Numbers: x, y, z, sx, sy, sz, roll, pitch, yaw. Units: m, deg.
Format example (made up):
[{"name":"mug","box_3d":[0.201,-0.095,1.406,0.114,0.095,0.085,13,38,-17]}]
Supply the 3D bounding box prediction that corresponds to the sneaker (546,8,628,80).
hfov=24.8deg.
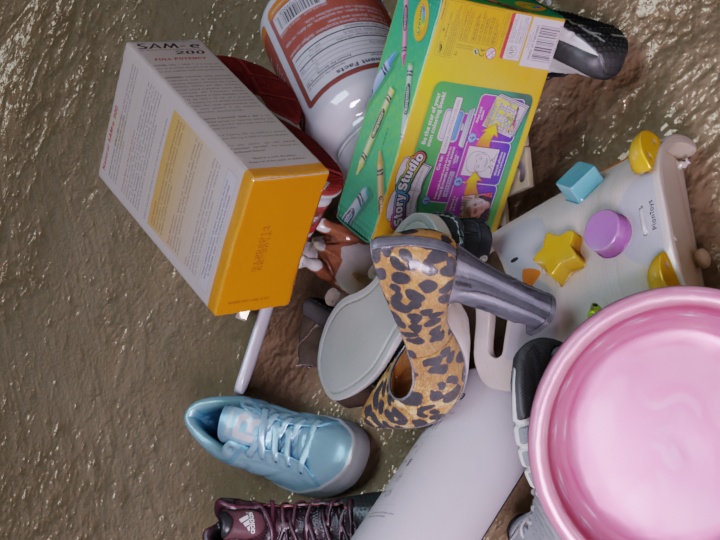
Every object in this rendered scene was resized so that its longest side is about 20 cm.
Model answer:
[{"name":"sneaker","box_3d":[0.143,-0.178,1.338,0.200,0.074,0.080,32,112,54]}]

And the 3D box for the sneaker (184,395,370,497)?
[{"name":"sneaker","box_3d":[-0.080,0.148,1.402,0.200,0.082,0.074,0,73,48]}]

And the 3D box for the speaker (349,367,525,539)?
[{"name":"speaker","box_3d":[0.058,0.165,1.174,0.081,0.081,0.200,-8,35,45]}]

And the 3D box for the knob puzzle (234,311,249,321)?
[{"name":"knob puzzle","box_3d":[-0.082,-0.058,1.461,0.220,0.030,0.220,-159,90,-85]}]

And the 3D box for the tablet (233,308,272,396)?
[{"name":"tablet","box_3d":[-0.078,0.015,1.464,0.130,0.014,0.200,126,161,-82]}]

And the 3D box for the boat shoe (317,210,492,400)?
[{"name":"boat shoe","box_3d":[0.033,0.032,1.238,0.200,0.060,0.076,-49,53,43]}]

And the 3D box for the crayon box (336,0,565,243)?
[{"name":"crayon box","box_3d":[0.068,-0.117,1.260,0.058,0.119,0.200,41,119,51]}]

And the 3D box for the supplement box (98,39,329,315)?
[{"name":"supplement box","box_3d":[-0.117,-0.076,1.260,0.200,0.073,0.126,47,132,37]}]

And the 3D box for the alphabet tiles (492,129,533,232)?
[{"name":"alphabet tiles","box_3d":[0.075,-0.092,1.360,0.200,0.006,0.167,-21,68,54]}]

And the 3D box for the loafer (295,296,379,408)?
[{"name":"loafer","box_3d":[0.013,0.085,1.351,0.200,0.073,0.071,31,106,55]}]

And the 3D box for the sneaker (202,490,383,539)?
[{"name":"sneaker","box_3d":[-0.051,0.213,1.312,0.200,0.115,0.076,-21,57,40]}]

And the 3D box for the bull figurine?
[{"name":"bull figurine","box_3d":[0.000,0.000,1.365,0.200,0.121,0.065,31,99,44]}]

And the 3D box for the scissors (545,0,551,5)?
[{"name":"scissors","box_3d":[0.149,-0.256,1.330,0.073,0.014,0.200,-57,12,10]}]

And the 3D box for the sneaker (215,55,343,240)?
[{"name":"sneaker","box_3d":[-0.093,-0.083,1.334,0.116,0.078,0.200,-61,37,27]}]

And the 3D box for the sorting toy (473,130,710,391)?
[{"name":"sorting toy","box_3d":[0.158,0.005,1.175,0.180,0.107,0.200,-23,56,29]}]

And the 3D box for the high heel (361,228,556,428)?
[{"name":"high heel","box_3d":[0.022,0.042,1.150,0.200,0.142,0.072,-41,36,39]}]

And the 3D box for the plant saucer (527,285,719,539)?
[{"name":"plant saucer","box_3d":[0.207,0.110,1.059,0.051,0.200,0.201,16,-82,-88]}]

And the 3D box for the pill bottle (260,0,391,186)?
[{"name":"pill bottle","box_3d":[-0.005,-0.153,1.382,0.112,0.112,0.200,-43,50,25]}]

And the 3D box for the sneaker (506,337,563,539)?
[{"name":"sneaker","box_3d":[0.128,0.152,1.142,0.115,0.075,0.200,-27,79,61]}]
